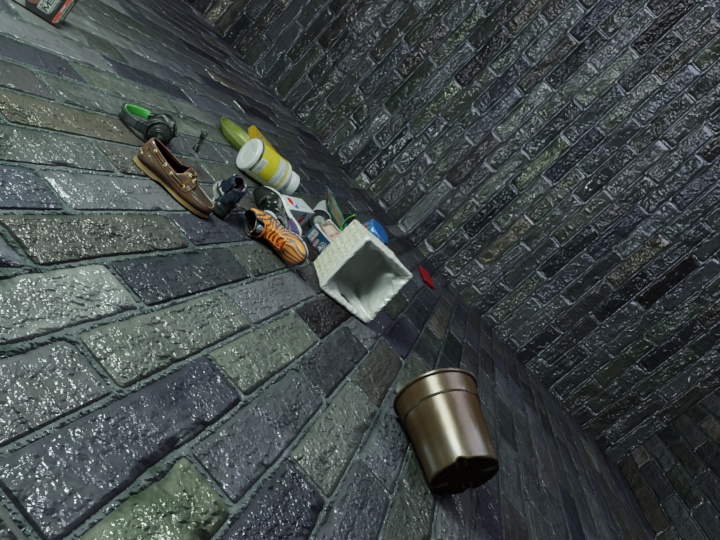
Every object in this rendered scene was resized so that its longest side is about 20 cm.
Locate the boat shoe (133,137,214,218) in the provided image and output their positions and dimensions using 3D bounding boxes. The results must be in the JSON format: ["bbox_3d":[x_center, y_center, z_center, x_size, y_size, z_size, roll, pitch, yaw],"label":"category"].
[{"bbox_3d":[-0.393,-0.200,1.197,0.200,0.070,0.071,42,13,-24],"label":"boat shoe"}]

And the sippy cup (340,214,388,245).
[{"bbox_3d":[0.019,-0.098,1.845,0.178,0.130,0.140,44,26,-29],"label":"sippy cup"}]

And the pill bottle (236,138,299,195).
[{"bbox_3d":[-0.292,-0.326,1.776,0.200,0.111,0.112,34,18,-43],"label":"pill bottle"}]

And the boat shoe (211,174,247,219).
[{"bbox_3d":[-0.319,-0.202,1.376,0.075,0.093,0.200,40,15,-25],"label":"boat shoe"}]

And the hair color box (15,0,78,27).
[{"bbox_3d":[-0.791,-0.686,1.307,0.061,0.101,0.200,54,16,29],"label":"hair color box"}]

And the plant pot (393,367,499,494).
[{"bbox_3d":[0.189,0.349,1.174,0.200,0.200,0.199,36,24,-37],"label":"plant pot"}]

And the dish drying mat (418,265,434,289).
[{"bbox_3d":[0.344,0.036,2.887,0.077,0.018,0.200,41,15,-19],"label":"dish drying mat"}]

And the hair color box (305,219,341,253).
[{"bbox_3d":[-0.073,-0.065,1.755,0.200,0.061,0.100,48,30,6],"label":"hair color box"}]

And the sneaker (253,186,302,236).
[{"bbox_3d":[-0.246,-0.165,1.544,0.200,0.076,0.087,50,20,15],"label":"sneaker"}]

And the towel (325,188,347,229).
[{"bbox_3d":[-0.074,-0.180,1.949,0.147,0.022,0.201,-98,163,-61],"label":"towel"}]

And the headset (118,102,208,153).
[{"bbox_3d":[-0.475,-0.351,1.326,0.199,0.094,0.124,29,19,-19],"label":"headset"}]

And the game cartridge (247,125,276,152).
[{"bbox_3d":[-0.323,-0.390,1.924,0.176,0.032,0.201,48,16,-45],"label":"game cartridge"}]

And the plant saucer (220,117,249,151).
[{"bbox_3d":[-0.418,-0.452,1.926,0.200,0.031,0.200,44,13,-13],"label":"plant saucer"}]

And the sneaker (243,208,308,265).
[{"bbox_3d":[-0.226,-0.084,1.392,0.200,0.078,0.112,40,15,21],"label":"sneaker"}]

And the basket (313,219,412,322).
[{"bbox_3d":[0.000,0.000,1.567,0.198,0.200,0.161,39,9,-29],"label":"basket"}]

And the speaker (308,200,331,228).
[{"bbox_3d":[-0.134,-0.196,1.954,0.081,0.081,0.200,44,14,-10],"label":"speaker"}]

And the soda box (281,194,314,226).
[{"bbox_3d":[-0.217,-0.185,1.703,0.068,0.064,0.200,48,13,9],"label":"soda box"}]
